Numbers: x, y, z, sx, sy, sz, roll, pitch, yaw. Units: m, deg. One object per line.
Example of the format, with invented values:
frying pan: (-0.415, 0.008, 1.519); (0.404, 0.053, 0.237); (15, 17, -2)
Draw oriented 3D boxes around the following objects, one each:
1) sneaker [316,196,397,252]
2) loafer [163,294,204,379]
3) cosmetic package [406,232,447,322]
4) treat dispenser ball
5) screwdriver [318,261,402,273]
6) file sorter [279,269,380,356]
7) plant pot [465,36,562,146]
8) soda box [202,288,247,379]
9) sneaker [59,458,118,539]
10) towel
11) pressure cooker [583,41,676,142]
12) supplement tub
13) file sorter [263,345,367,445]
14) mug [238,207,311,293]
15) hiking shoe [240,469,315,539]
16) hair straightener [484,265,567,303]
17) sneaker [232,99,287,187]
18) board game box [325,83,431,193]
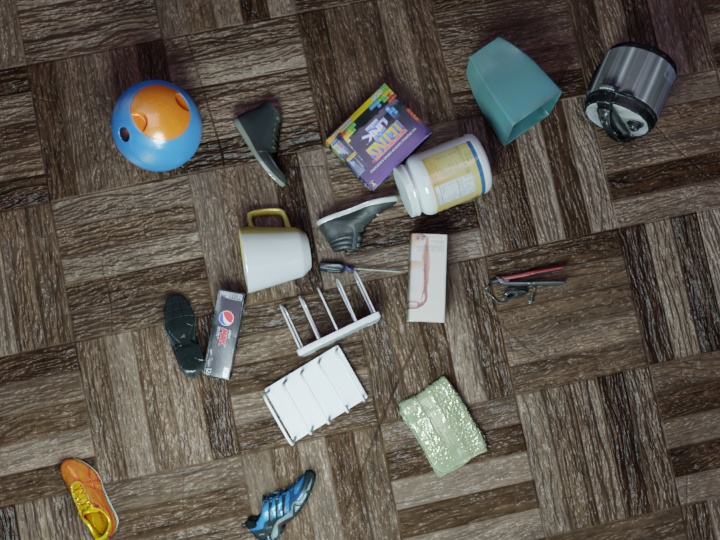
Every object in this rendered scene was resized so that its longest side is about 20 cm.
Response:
sneaker: (0.005, -0.104, 1.704); (0.198, 0.071, 0.100); (-21, 88, 3)
loafer: (-0.410, 0.154, 1.669); (0.072, 0.072, 0.202); (-9, 65, -19)
cosmetic package: (0.153, 0.020, 1.681); (0.086, 0.103, 0.202); (2, 84, 0)
treat dispenser ball: (-0.458, -0.325, 1.637); (0.199, 0.201, 0.203); (0, 86, -2)
screwdriver: (0.000, 0.000, 1.715); (0.198, 0.028, 0.029); (8, 116, -2)
file sorter: (-0.069, 0.097, 1.652); (0.199, 0.139, 0.125); (-25, 84, -3)
plant pot: (0.343, -0.430, 1.706); (0.141, 0.141, 0.201); (-35, 80, -4)
soda box: (-0.311, 0.146, 1.671); (0.063, 0.071, 0.202); (11, 85, -4)
sneaker: (-0.611, 0.511, 1.634); (0.073, 0.077, 0.201); (-35, 86, -2)
towel: (0.193, 0.363, 1.690); (0.148, 0.036, 0.201); (-31, 87, -5)
pressure cooker: (0.619, -0.405, 1.688); (0.175, 0.179, 0.201); (25, 85, -3)
supplement tub: (0.189, -0.216, 1.677); (0.198, 0.145, 0.146); (-21, 87, -3)
file sorter: (-0.101, 0.282, 1.636); (0.199, 0.125, 0.140); (-31, 88, -4)
mug: (-0.196, -0.053, 1.658); (0.152, 0.149, 0.189); (-8, 93, -10)
hiking shoe: (-0.181, 0.528, 1.646); (0.086, 0.074, 0.201); (38, 86, 0)
hair straightener: (0.391, 0.041, 1.716); (0.198, 0.041, 0.078); (-9, 86, -3)
sneaker: (-0.206, -0.301, 1.704); (0.106, 0.075, 0.201); (-34, 86, -1)
board game box: (0.042, -0.312, 1.724); (0.165, 0.057, 0.200); (45, 86, 3)
